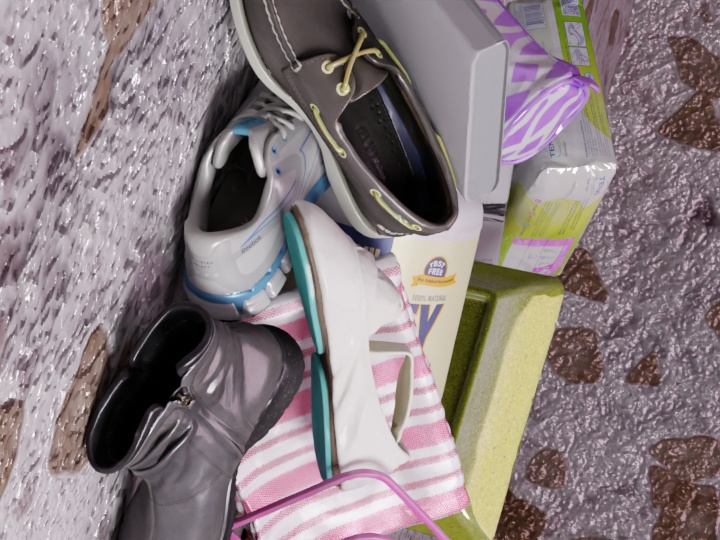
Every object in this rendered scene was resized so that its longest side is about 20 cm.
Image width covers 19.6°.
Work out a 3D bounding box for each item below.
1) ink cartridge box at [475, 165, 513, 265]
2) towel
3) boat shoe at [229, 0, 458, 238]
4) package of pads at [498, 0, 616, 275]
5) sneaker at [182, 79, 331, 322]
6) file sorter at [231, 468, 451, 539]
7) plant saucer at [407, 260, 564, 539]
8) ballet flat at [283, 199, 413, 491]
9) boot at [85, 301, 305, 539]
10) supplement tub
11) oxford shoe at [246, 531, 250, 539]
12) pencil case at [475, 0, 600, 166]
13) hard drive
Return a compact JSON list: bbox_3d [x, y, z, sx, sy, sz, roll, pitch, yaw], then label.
[{"bbox_3d":[0.060,-0.098,1.564,0.145,0.084,0.201,-104,-165,-50],"label":"ink cartridge box"},{"bbox_3d":[-0.019,0.095,1.292,0.030,0.146,0.201,-123,-167,-57],"label":"towel"},{"bbox_3d":[-0.005,-0.105,1.185,0.072,0.060,0.202,-45,119,-27],"label":"boat shoe"},{"bbox_3d":[0.132,-0.093,1.594,0.200,0.068,0.156,108,-25,-63],"label":"package of pads"},{"bbox_3d":[-0.051,-0.072,1.219,0.087,0.074,0.201,76,30,-57],"label":"sneaker"},{"bbox_3d":[-0.006,0.239,1.217,0.139,0.125,0.201,47,26,-41],"label":"file sorter"},{"bbox_3d":[0.023,0.074,1.475,0.048,0.199,0.201,43,62,-62],"label":"plant saucer"},{"bbox_3d":[-0.003,0.040,1.220,0.070,0.069,0.201,-60,150,-52],"label":"ballet flat"},{"bbox_3d":[-0.117,0.110,1.172,0.131,0.069,0.201,13,101,-64],"label":"boot"},{"bbox_3d":[0.000,0.000,1.367,0.145,0.144,0.201,-36,140,-72],"label":"supplement tub"},{"bbox_3d":[-0.039,0.167,1.595,0.073,0.071,0.201,67,39,-80],"label":"oxford shoe"},{"bbox_3d":[0.061,-0.161,1.334,0.085,0.200,0.084,-41,164,12],"label":"pencil case"},{"bbox_3d":[0.022,-0.152,1.222,0.026,0.200,0.132,-25,148,-17],"label":"hard drive"}]
